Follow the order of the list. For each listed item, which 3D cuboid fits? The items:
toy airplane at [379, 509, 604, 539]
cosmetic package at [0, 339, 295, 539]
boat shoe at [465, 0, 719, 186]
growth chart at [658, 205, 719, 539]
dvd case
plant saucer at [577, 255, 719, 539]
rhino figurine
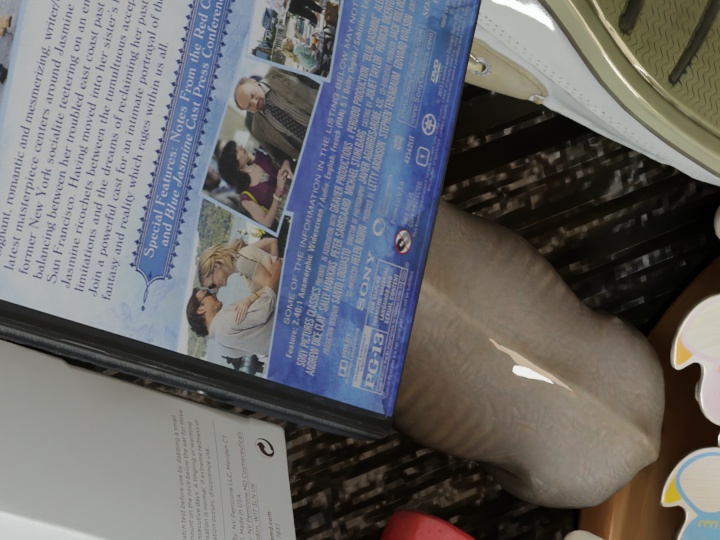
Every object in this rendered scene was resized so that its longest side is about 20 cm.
[{"bbox_3d":[0.039,0.161,0.722,0.199,0.141,0.200,23,70,-72],"label":"toy airplane"},{"bbox_3d":[-0.130,0.086,0.674,0.151,0.052,0.200,20,134,-28],"label":"cosmetic package"},{"bbox_3d":[0.039,-0.083,0.761,0.200,0.068,0.075,37,62,-20],"label":"boat shoe"},{"bbox_3d":[0.138,0.068,0.839,0.145,0.018,0.200,-12,111,-37],"label":"growth chart"},{"bbox_3d":[-0.044,-0.051,0.622,0.200,0.018,0.143,20,80,-50],"label":"dvd case"},{"bbox_3d":[0.158,0.075,0.896,0.200,0.037,0.201,-7,106,-25],"label":"plant saucer"},{"bbox_3d":[0.000,0.000,0.763,0.200,0.087,0.060,33,86,-30],"label":"rhino figurine"}]
